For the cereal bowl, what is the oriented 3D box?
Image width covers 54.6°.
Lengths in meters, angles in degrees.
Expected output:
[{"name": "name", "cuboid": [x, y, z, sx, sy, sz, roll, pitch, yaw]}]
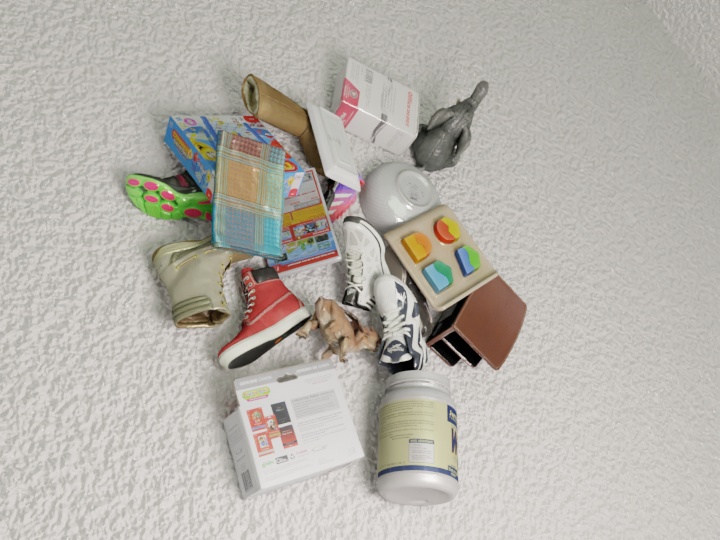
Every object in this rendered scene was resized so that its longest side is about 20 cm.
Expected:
[{"name": "cereal bowl", "cuboid": [0.101, -0.157, 1.531, 0.196, 0.083, 0.204, 16, 56, -25]}]

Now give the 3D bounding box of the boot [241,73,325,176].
[{"name": "boot", "cuboid": [-0.145, -0.290, 1.423, 0.198, 0.066, 0.178, 19, 39, -51]}]

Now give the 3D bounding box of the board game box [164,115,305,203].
[{"name": "board game box", "cuboid": [-0.236, -0.214, 1.314, 0.197, 0.057, 0.196, -11, 49, -43]}]

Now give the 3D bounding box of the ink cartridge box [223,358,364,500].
[{"name": "ink cartridge box", "cuboid": [-0.116, 0.257, 1.156, 0.196, 0.084, 0.179, -6, 68, -35]}]

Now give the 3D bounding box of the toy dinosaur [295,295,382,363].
[{"name": "toy dinosaur", "cuboid": [-0.044, 0.098, 1.262, 0.202, 0.084, 0.137, 62, 36, -35]}]

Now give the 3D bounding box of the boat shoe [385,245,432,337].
[{"name": "boat shoe", "cuboid": [0.096, 0.044, 1.428, 0.056, 0.066, 0.204, 7, 59, -47]}]

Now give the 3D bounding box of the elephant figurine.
[{"name": "elephant figurine", "cuboid": [0.207, -0.331, 1.618, 0.138, 0.200, 0.159, 5, 61, -29]}]

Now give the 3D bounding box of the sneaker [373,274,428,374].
[{"name": "sneaker", "cuboid": [0.068, 0.116, 1.298, 0.130, 0.077, 0.204, -56, 133, -69]}]

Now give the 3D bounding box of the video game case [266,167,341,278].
[{"name": "video game case", "cuboid": [-0.130, -0.094, 1.353, 0.139, 0.018, 0.204, -15, 70, -8]}]

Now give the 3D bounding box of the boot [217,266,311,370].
[{"name": "boot", "cuboid": [-0.198, 0.075, 1.226, 0.145, 0.073, 0.199, 49, 48, 10]}]

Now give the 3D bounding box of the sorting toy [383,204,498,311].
[{"name": "sorting toy", "cuboid": [0.167, -0.035, 1.425, 0.183, 0.037, 0.201, -27, 71, -31]}]

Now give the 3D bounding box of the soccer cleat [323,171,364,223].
[{"name": "soccer cleat", "cuboid": [-0.046, -0.143, 1.445, 0.073, 0.068, 0.203, 37, 49, -19]}]

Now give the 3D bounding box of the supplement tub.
[{"name": "supplement tub", "cuboid": [0.101, 0.295, 1.230, 0.142, 0.145, 0.204, 17, 56, -22]}]

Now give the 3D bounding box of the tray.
[{"name": "tray", "cuboid": [-0.052, -0.263, 1.446, 0.106, 0.022, 0.204, 18, 46, -45]}]

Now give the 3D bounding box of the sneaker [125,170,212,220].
[{"name": "sneaker", "cuboid": [-0.329, -0.140, 1.271, 0.195, 0.078, 0.085, 9, 33, -25]}]

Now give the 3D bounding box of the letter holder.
[{"name": "letter holder", "cuboid": [0.249, 0.114, 1.458, 0.142, 0.100, 0.201, 42, 50, -6]}]

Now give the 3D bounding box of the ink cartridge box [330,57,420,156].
[{"name": "ink cartridge box", "cuboid": [0.035, -0.378, 1.614, 0.196, 0.085, 0.149, 20, 55, -19]}]

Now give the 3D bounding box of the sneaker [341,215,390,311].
[{"name": "sneaker", "cuboid": [0.000, 0.000, 1.331, 0.117, 0.074, 0.203, -62, 143, -35]}]

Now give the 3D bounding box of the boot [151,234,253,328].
[{"name": "boot", "cuboid": [-0.243, 0.015, 1.199, 0.196, 0.073, 0.157, -13, 57, -25]}]

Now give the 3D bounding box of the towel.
[{"name": "towel", "cuboid": [-0.192, -0.129, 1.212, 0.144, 0.021, 0.206, 10, 78, -43]}]
